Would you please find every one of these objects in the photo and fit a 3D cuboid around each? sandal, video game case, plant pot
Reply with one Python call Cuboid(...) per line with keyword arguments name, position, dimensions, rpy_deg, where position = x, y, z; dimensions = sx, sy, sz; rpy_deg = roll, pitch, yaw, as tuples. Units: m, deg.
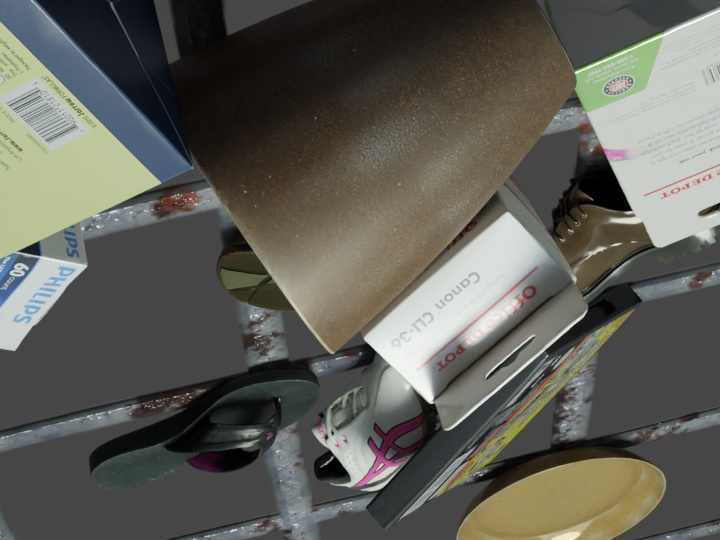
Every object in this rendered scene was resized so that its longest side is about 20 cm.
Cuboid(name="sandal", position=(0.000, 0.000, 1.233), dimensions=(0.199, 0.055, 0.082), rpy_deg=(8, 137, -9))
Cuboid(name="video game case", position=(0.109, 0.099, 1.346), dimensions=(0.200, 0.026, 0.181), rpy_deg=(-50, 165, 29))
Cuboid(name="plant pot", position=(0.015, -0.086, 1.009), dimensions=(0.200, 0.187, 0.187), rpy_deg=(-33, 146, 1))
Cuboid(name="sandal", position=(-0.114, 0.134, 1.381), dimensions=(0.200, 0.048, 0.075), rpy_deg=(-26, 146, 16))
Cuboid(name="plant pot", position=(0.181, 0.213, 1.649), dimensions=(0.199, 0.028, 0.200), rpy_deg=(-11, 146, -8))

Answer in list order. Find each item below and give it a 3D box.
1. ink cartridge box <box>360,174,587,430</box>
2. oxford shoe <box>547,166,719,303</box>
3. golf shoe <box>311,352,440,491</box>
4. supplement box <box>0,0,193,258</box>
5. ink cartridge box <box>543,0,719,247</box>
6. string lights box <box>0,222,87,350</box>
Cuboid(name="ink cartridge box", position=(0.055, -0.001, 1.085), dimensions=(0.116, 0.200, 0.067), rpy_deg=(-42, 114, 10))
Cuboid(name="oxford shoe", position=(0.154, -0.029, 1.248), dimensions=(0.200, 0.073, 0.084), rpy_deg=(-31, 127, 20))
Cuboid(name="golf shoe", position=(0.010, 0.118, 1.390), dimensions=(0.092, 0.073, 0.200), rpy_deg=(-7, 147, -10))
Cuboid(name="supplement box", position=(-0.224, -0.107, 0.890), dimensions=(0.199, 0.135, 0.200), rpy_deg=(-24, 147, 12))
Cuboid(name="ink cartridge box", position=(0.202, -0.108, 1.123), dimensions=(0.117, 0.068, 0.200), rpy_deg=(-23, 142, 10))
Cuboid(name="string lights box", position=(-0.277, -0.014, 1.078), dimensions=(0.199, 0.059, 0.103), rpy_deg=(12, 139, -37))
